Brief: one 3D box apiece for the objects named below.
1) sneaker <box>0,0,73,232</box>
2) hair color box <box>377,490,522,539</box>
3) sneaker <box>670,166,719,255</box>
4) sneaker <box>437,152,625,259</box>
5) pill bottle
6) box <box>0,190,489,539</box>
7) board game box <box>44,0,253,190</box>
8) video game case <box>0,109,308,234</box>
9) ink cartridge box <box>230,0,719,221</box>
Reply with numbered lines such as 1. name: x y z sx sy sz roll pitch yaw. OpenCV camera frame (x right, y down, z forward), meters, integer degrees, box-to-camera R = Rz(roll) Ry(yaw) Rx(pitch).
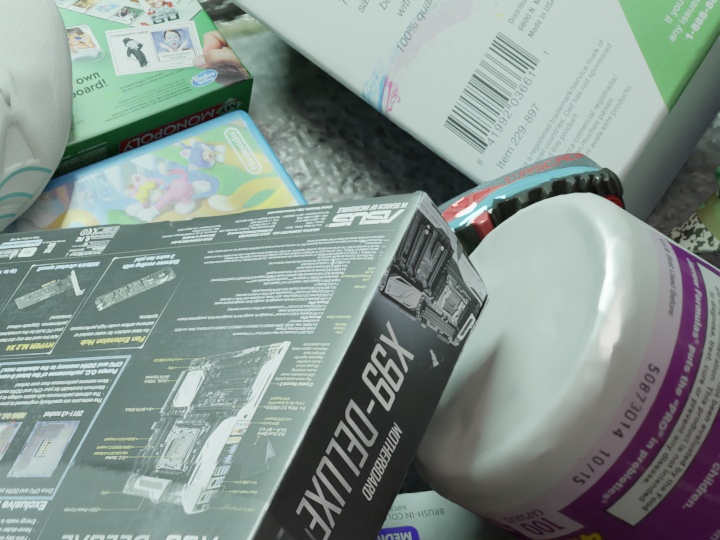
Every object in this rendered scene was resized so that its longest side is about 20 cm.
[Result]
1. sneaker: -0.155 -0.039 0.788 0.070 0.080 0.201 20 58 1
2. hair color box: 0.017 0.173 0.704 0.109 0.065 0.201 -5 57 -12
3. sneaker: 0.161 -0.027 0.813 0.088 0.201 0.077 -2 10 8
4. sneaker: 0.000 0.000 0.782 0.199 0.079 0.096 -27 47 -12
5. pill bottle: 0.122 0.065 0.730 0.200 0.112 0.113 29 49 -25
6. box: -0.077 0.053 0.679 0.199 0.050 0.158 -5 44 35
7. board game box: -0.163 -0.085 0.882 0.199 0.029 0.135 -22 60 -22
8. video game case: -0.099 0.024 0.820 0.199 0.018 0.143 -22 61 -22
9. ink cartridge box: 0.058 -0.124 0.861 0.200 0.146 0.087 37 20 17
